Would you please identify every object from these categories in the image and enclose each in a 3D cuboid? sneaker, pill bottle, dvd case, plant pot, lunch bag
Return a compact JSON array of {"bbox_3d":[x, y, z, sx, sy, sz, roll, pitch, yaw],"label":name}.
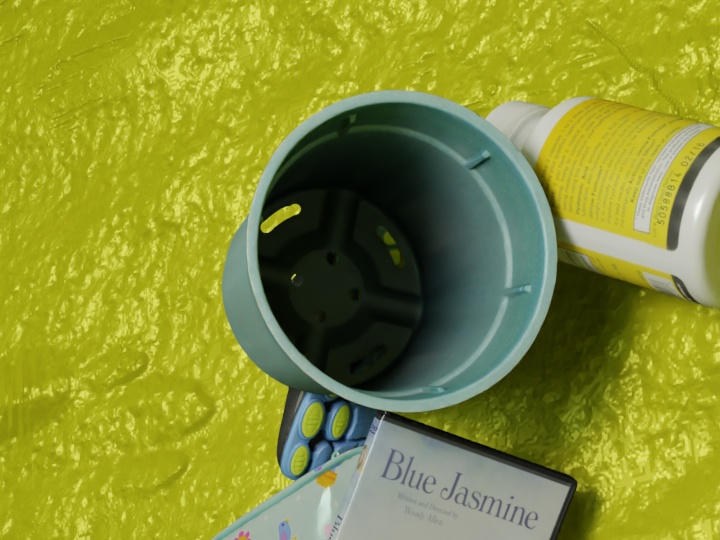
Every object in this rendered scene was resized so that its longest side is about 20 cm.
[{"bbox_3d":[-0.023,0.054,1.621,0.083,0.071,0.200,-5,72,51],"label":"sneaker"},{"bbox_3d":[0.169,-0.051,1.465,0.200,0.111,0.112,18,88,39],"label":"pill bottle"},{"bbox_3d":[0.041,0.203,1.448,0.018,0.142,0.200,-152,83,-74],"label":"dvd case"},{"bbox_3d":[0.000,0.000,1.484,0.196,0.200,0.201,155,125,-72],"label":"plant pot"},{"bbox_3d":[-0.017,0.216,1.553,0.200,0.077,0.161,-33,57,26],"label":"lunch bag"}]
